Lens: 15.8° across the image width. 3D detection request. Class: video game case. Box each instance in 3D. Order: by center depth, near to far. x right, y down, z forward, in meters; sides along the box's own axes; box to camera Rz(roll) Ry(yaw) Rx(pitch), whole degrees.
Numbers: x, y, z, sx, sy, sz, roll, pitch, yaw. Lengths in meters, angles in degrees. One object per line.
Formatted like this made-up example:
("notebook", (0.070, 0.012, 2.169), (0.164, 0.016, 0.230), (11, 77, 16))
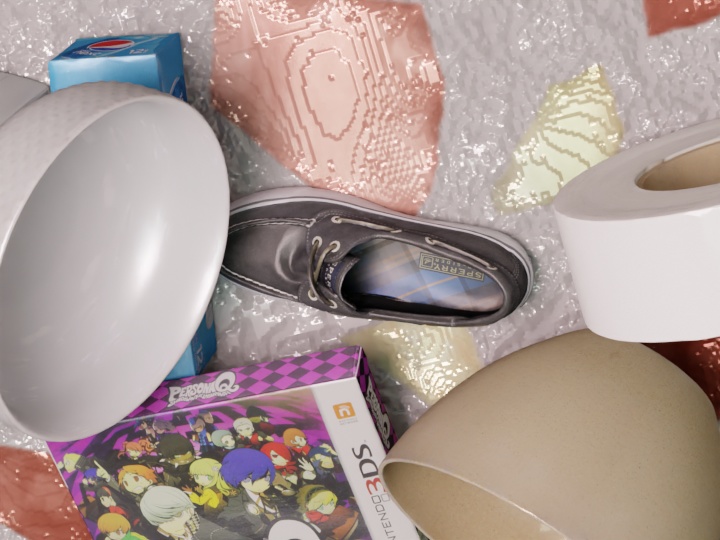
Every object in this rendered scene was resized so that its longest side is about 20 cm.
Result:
("video game case", (-0.067, 0.138, 1.561), (0.199, 0.036, 0.182), (-11, 125, 14))

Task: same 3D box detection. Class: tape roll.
("tape roll", (0.207, -0.030, 1.397), (0.202, 0.202, 0.071), (-14, 104, 15))

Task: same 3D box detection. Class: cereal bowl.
("cereal bowl", (-0.165, -0.012, 1.426), (0.083, 0.200, 0.201), (22, 112, 30))

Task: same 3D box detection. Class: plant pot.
("plant pot", (0.129, 0.113, 1.478), (0.200, 0.200, 0.135), (35, 74, 0))

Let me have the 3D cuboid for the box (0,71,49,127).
("box", (-0.285, -0.013, 1.504), (0.130, 0.200, 0.200), (17, 110, 4))

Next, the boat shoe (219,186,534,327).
("boat shoe", (0.000, 0.000, 1.518), (0.199, 0.066, 0.070), (11, 109, 8))

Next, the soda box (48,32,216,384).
("soda box", (-0.133, -0.035, 1.536), (0.068, 0.064, 0.201), (-3, 107, 11))
